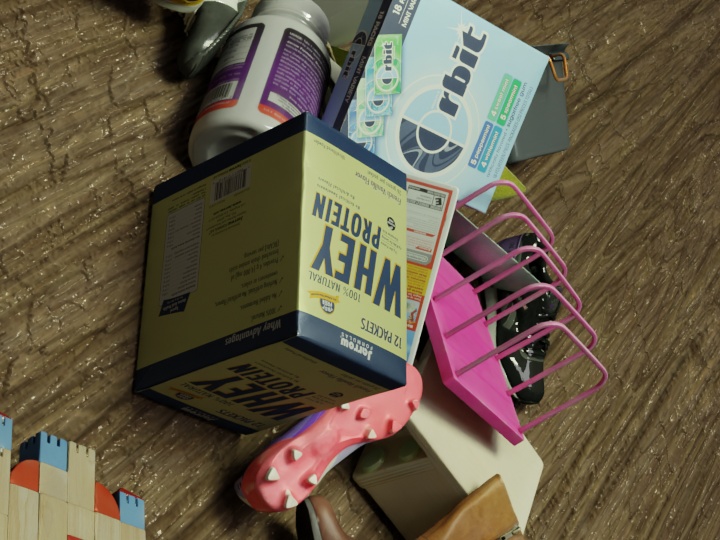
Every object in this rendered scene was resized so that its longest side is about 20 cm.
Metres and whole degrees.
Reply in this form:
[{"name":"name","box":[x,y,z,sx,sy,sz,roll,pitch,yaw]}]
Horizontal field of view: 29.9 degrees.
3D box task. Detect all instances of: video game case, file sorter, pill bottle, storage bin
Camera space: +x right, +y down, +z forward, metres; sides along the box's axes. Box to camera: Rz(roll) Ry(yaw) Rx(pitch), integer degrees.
[{"name":"video game case","box":[0.000,0.000,1.267,0.017,0.141,0.203,77,29,-83]},{"name":"file sorter","box":[0.143,0.034,1.310,0.139,0.125,0.201,42,24,-43]},{"name":"pill bottle","box":[-0.089,-0.174,1.301,0.111,0.111,0.202,43,43,-31]},{"name":"storage bin","box":[0.194,-0.204,1.681,0.199,0.144,0.136,-19,98,-54]}]

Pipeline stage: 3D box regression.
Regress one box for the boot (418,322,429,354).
[{"name":"boot","box":[0.081,0.026,1.470,0.199,0.067,0.132,37,43,-38]}]

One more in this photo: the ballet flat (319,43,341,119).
[{"name":"ballet flat","box":[-0.022,-0.149,1.419,0.067,0.062,0.202,-35,102,-53]}]

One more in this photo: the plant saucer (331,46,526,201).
[{"name":"plant saucer","box":[0.059,-0.149,1.463,0.200,0.199,0.048,41,85,-33]}]

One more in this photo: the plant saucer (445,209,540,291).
[{"name":"plant saucer","box":[0.121,-0.031,1.505,0.200,0.039,0.201,40,4,-4]}]

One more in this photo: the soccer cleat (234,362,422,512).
[{"name":"soccer cleat","box":[-0.028,0.144,1.199,0.199,0.076,0.067,-38,105,-30]}]

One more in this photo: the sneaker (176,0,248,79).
[{"name":"sneaker","box":[-0.154,-0.270,1.311,0.088,0.074,0.201,33,48,-16]}]

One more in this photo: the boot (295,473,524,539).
[{"name":"boot","box":[0.054,0.246,1.227,0.199,0.068,0.190,-29,99,-16]}]

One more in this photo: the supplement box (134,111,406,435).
[{"name":"supplement box","box":[-0.074,0.010,1.153,0.134,0.199,0.202,27,54,-42]}]

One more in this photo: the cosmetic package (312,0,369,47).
[{"name":"cosmetic package","box":[0.011,-0.312,1.426,0.107,0.198,0.086,-10,82,-56]}]

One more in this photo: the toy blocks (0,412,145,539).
[{"name":"toy blocks","box":[-0.227,0.183,0.972,0.199,0.099,0.138,31,39,-40]}]

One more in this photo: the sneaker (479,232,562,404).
[{"name":"sneaker","box":[0.198,0.054,1.587,0.075,0.087,0.203,7,68,-51]}]

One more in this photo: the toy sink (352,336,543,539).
[{"name":"toy sink","box":[0.075,0.182,1.342,0.201,0.111,0.131,53,38,-22]}]

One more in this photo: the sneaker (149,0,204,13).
[{"name":"sneaker","box":[-0.211,-0.293,1.186,0.198,0.090,0.076,8,66,-30]}]

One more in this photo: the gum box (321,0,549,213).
[{"name":"gum box","box":[0.073,-0.171,1.315,0.199,0.044,0.172,21,93,-35]}]
